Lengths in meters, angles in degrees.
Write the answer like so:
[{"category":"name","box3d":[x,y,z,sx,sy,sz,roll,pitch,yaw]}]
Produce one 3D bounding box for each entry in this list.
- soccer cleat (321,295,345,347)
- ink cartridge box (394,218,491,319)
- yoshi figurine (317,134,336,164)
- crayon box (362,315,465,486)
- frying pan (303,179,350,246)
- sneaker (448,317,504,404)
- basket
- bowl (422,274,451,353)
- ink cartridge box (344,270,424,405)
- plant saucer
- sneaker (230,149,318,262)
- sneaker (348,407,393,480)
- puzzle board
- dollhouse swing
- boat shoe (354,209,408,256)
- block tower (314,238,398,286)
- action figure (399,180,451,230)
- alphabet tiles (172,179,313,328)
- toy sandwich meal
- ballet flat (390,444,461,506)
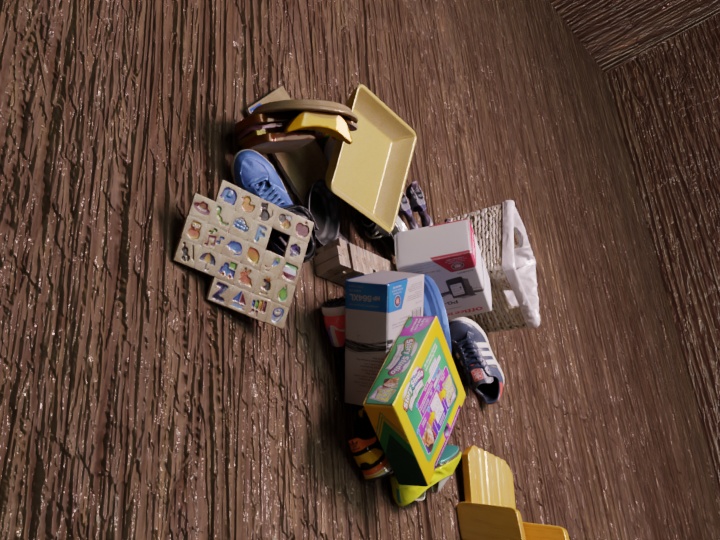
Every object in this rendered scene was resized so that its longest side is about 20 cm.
[{"category":"soccer cleat","box3d":[-0.005,0.076,1.659,0.199,0.067,0.074,-17,103,-63]},{"category":"ink cartridge box","box3d":[0.158,0.006,1.833,0.201,0.143,0.084,62,20,-50]},{"category":"yoshi figurine","box3d":[-0.004,-0.238,1.851,0.200,0.111,0.113,46,25,-40]},{"category":"crayon box","box3d":[0.089,0.202,1.529,0.201,0.058,0.174,-58,135,-44]},{"category":"frying pan","box3d":[-0.051,-0.089,1.718,0.190,0.031,0.117,30,58,-61]},{"category":"sneaker","box3d":[0.229,0.183,1.944,0.201,0.074,0.085,53,26,-22]},{"category":"basket","box3d":[0.272,0.002,2.034,0.202,0.159,0.199,-84,154,-44]},{"category":"bowl","box3d":[0.110,0.110,1.716,0.200,0.039,0.204,173,-90,-77]},{"category":"ink cartridge box","box3d":[0.039,0.110,1.590,0.146,0.083,0.203,-13,106,-63]},{"category":"plant saucer","box3d":[0.011,-0.195,1.736,0.199,0.048,0.203,32,67,-50]},{"category":"sneaker","box3d":[-0.129,-0.101,1.512,0.076,0.111,0.202,-27,98,-19]},{"category":"sneaker","box3d":[0.036,0.243,1.575,0.091,0.069,0.201,59,31,-18]},{"category":"puzzle board","box3d":[-0.120,-0.217,1.729,0.201,0.017,0.151,58,30,-12]},{"category":"dollhouse swing","box3d":[0.287,0.424,1.774,0.199,0.180,0.178,32,62,-44]},{"category":"boat shoe","box3d":[0.029,-0.094,1.842,0.064,0.070,0.201,-47,118,-30]},{"category":"block tower","box3d":[0.000,0.000,1.721,0.199,0.057,0.055,24,49,-52]},{"category":"action figure","box3d":[0.127,-0.080,1.958,0.129,0.070,0.202,-21,72,-22]},{"category":"alphabet tiles","box3d":[-0.170,-0.027,1.410,0.198,0.008,0.170,24,76,-32]},{"category":"toy sandwich meal","box3d":[-0.100,-0.225,1.585,0.204,0.203,0.071,5,83,-58]},{"category":"ballet flat","box3d":[0.109,0.347,1.641,0.199,0.066,0.068,-8,96,-58]}]
